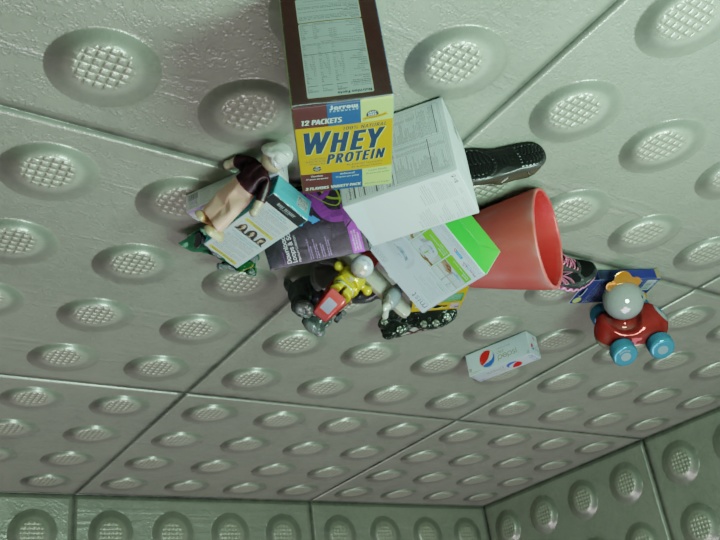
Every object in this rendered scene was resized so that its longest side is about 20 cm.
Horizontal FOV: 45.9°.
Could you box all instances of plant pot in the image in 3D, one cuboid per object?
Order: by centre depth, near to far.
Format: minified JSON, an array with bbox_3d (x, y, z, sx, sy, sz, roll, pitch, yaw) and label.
[{"bbox_3d":[0.291,-0.049,1.691,0.176,0.202,0.200,-11,154,28],"label":"plant pot"}]

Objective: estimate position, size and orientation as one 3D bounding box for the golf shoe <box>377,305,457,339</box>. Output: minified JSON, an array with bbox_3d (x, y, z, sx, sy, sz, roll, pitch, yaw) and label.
[{"bbox_3d":[0.143,0.115,2.075,0.198,0.078,0.088,-15,171,16],"label":"golf shoe"}]

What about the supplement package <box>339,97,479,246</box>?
[{"bbox_3d":[0.077,-0.164,1.443,0.198,0.152,0.152,-17,151,14],"label":"supplement package"}]

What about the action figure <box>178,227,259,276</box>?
[{"bbox_3d":[-0.258,-0.033,1.698,0.117,0.055,0.200,-21,154,16],"label":"action figure"}]

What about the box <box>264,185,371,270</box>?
[{"bbox_3d":[-0.092,-0.087,1.578,0.198,0.036,0.144,-11,114,9],"label":"box"}]

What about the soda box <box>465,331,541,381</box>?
[{"bbox_3d":[0.393,0.240,2.355,0.199,0.069,0.063,-26,147,28],"label":"soda box"}]

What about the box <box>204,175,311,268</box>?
[{"bbox_3d":[-0.185,-0.084,1.517,0.199,0.049,0.082,-30,125,34],"label":"box"}]

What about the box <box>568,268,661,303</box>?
[{"bbox_3d":[0.619,0.039,2.089,0.198,0.033,0.121,-2,151,-15],"label":"box"}]

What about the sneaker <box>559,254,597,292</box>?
[{"bbox_3d":[0.452,-0.007,1.930,0.198,0.079,0.096,-3,140,-13],"label":"sneaker"}]

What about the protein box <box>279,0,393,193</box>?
[{"bbox_3d":[-0.033,-0.252,1.199,0.134,0.202,0.199,-7,152,-3],"label":"protein box"}]

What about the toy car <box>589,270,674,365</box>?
[{"bbox_3d":[0.645,0.087,2.026,0.175,0.185,0.201,-10,123,2],"label":"toy car"}]

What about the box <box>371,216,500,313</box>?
[{"bbox_3d":[0.129,-0.049,1.613,0.200,0.097,0.176,49,131,-5],"label":"box"}]

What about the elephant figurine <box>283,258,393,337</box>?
[{"bbox_3d":[-0.048,0.036,1.803,0.200,0.155,0.142,-39,-170,7],"label":"elephant figurine"}]

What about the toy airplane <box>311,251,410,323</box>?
[{"bbox_3d":[0.000,0.000,1.673,0.198,0.201,0.141,0,163,-16],"label":"toy airplane"}]

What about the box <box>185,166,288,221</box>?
[{"bbox_3d":[-0.221,-0.144,1.513,0.199,0.042,0.039,-21,150,20],"label":"box"}]

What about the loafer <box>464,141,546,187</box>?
[{"bbox_3d":[0.237,-0.177,1.544,0.198,0.074,0.071,-7,151,-3],"label":"loafer"}]

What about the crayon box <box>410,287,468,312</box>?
[{"bbox_3d":[0.180,0.023,1.919,0.124,0.052,0.201,-4,151,-8],"label":"crayon box"}]

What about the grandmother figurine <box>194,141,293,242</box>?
[{"bbox_3d":[-0.195,-0.146,1.447,0.200,0.122,0.060,-41,166,15],"label":"grandmother figurine"}]
